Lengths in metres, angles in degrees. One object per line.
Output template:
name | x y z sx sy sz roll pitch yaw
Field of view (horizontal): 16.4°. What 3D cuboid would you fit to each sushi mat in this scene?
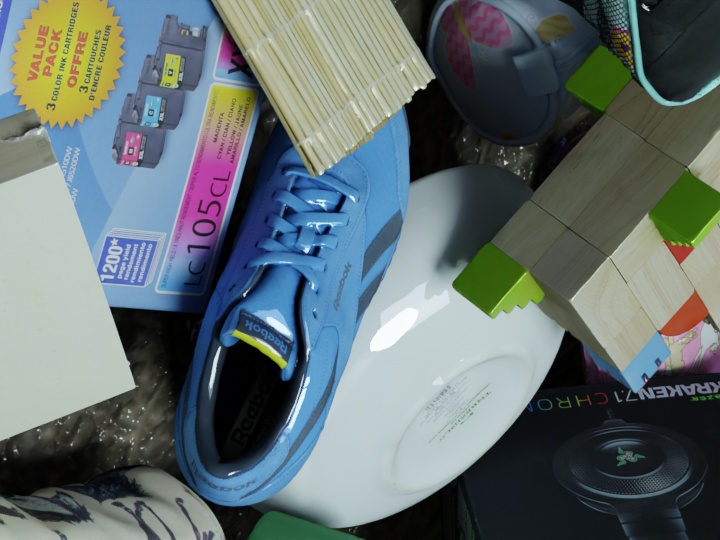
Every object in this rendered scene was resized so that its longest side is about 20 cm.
sushi mat | -0.040 -0.140 1.002 0.200 0.012 0.096 60 40 -14

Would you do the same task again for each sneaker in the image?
sneaker | -0.025 0.002 1.027 0.078 0.066 0.200 89 20 -81

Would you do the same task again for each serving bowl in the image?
serving bowl | 0.026 0.049 1.146 0.200 0.066 0.200 -32 148 -22

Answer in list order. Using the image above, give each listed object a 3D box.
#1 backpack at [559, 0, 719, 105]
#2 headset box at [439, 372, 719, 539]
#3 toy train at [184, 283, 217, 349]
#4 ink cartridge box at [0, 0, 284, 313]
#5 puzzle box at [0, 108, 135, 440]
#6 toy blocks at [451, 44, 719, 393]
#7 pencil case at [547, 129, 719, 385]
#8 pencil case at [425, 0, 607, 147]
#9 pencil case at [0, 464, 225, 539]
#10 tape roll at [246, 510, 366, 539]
backpack | 0.130 -0.190 0.925 0.176 0.153 0.200 -33 149 -7
headset box | 0.138 0.145 1.210 0.174 0.200 0.093 -5 120 -4
toy train | 0.000 0.000 1.165 0.200 0.046 0.034 -21 144 -36
ink cartridge box | -0.137 -0.061 0.970 0.200 0.076 0.137 5 103 -46
puzzle box | -0.159 0.019 0.915 0.133 0.025 0.200 -20 155 -7
toy blocks | 0.145 -0.026 1.112 0.200 0.100 0.137 -48 146 -6
pencil case | 0.146 0.021 1.303 0.086 0.083 0.200 -9 124 4
pencil case | 0.125 -0.132 1.202 0.200 0.091 0.083 -30 128 -33
pencil case | -0.147 0.121 1.014 0.200 0.089 0.078 3 109 -54
tape roll | -0.048 0.208 1.105 0.200 0.048 0.201 16 90 -82
